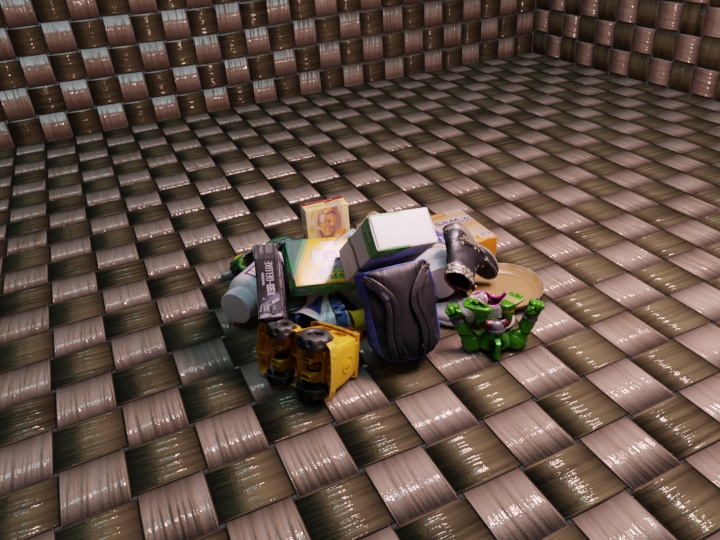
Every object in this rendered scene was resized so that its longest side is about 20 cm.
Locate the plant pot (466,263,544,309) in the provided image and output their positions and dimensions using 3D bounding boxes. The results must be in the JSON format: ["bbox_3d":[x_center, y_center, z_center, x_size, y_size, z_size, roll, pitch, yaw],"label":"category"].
[{"bbox_3d":[0.351,0.043,1.512,0.199,0.028,0.200,-3,32,2],"label":"plant pot"}]

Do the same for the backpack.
[{"bbox_3d":[0.084,0.089,1.312,0.162,0.201,0.168,-14,0,-9],"label":"backpack"}]

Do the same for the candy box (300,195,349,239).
[{"bbox_3d":[-0.087,-0.085,1.607,0.115,0.201,0.055,-13,31,-15],"label":"candy box"}]

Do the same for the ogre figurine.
[{"bbox_3d":[0.284,0.118,1.307,0.199,0.120,0.098,-12,28,-15],"label":"ogre figurine"}]

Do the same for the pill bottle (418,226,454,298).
[{"bbox_3d":[0.182,-0.020,1.547,0.119,0.120,0.200,-7,31,-4],"label":"pill bottle"}]

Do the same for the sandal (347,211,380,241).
[{"bbox_3d":[0.038,-0.104,1.441,0.211,0.070,0.078,-4,-19,-45],"label":"sandal"}]

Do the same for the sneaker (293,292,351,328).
[{"bbox_3d":[-0.112,0.090,1.438,0.115,0.081,0.199,-16,34,-21],"label":"sneaker"}]

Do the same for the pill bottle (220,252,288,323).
[{"bbox_3d":[-0.253,0.041,1.506,0.112,0.113,0.200,11,34,23],"label":"pill bottle"}]

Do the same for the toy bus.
[{"bbox_3d":[-0.092,0.163,1.285,0.199,0.136,0.192,14,23,32],"label":"toy bus"}]

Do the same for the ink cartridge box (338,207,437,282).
[{"bbox_3d":[0.054,-0.052,1.335,0.145,0.200,0.084,-10,75,-25],"label":"ink cartridge box"}]

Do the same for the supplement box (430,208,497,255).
[{"bbox_3d":[0.272,-0.092,1.698,0.126,0.074,0.200,-15,33,-18],"label":"supplement box"}]

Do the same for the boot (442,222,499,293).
[{"bbox_3d":[0.258,0.001,1.440,0.073,0.203,0.154,-24,40,33],"label":"boot"}]

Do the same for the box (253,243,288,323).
[{"bbox_3d":[-0.194,0.041,1.349,0.050,0.158,0.200,-7,-11,-3],"label":"box"}]

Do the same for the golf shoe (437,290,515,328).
[{"bbox_3d":[0.253,0.081,1.400,0.199,0.092,0.075,2,33,12],"label":"golf shoe"}]

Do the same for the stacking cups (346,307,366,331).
[{"bbox_3d":[0.068,0.095,1.427,0.199,0.061,0.061,-16,33,-19],"label":"stacking cups"}]

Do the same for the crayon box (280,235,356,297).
[{"bbox_3d":[-0.075,-0.012,1.426,0.199,0.058,0.119,-6,65,-23],"label":"crayon box"}]

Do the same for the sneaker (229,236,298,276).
[{"bbox_3d":[-0.249,-0.035,1.645,0.200,0.078,0.085,-27,8,-22],"label":"sneaker"}]

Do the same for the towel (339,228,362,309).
[{"bbox_3d":[0.000,0.000,1.520,0.200,0.048,0.171,42,45,7],"label":"towel"}]
